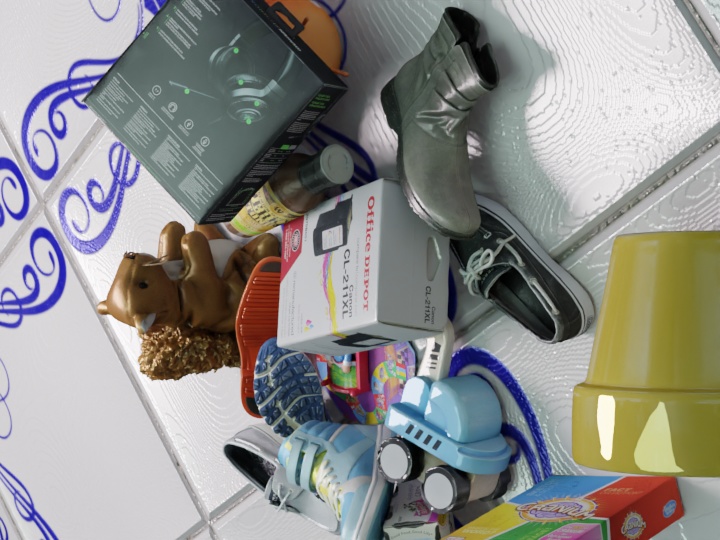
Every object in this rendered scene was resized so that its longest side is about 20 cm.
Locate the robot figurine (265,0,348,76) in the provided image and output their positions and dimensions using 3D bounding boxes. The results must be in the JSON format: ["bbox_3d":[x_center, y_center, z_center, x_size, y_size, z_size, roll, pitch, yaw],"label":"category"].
[{"bbox_3d":[-0.100,-0.226,1.466,0.199,0.116,0.146,2,96,46],"label":"robot figurine"}]

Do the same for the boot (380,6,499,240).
[{"bbox_3d":[0.087,-0.141,1.313,0.131,0.067,0.202,-47,53,44],"label":"boot"}]

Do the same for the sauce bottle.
[{"bbox_3d":[-0.077,-0.084,1.429,0.199,0.064,0.065,-23,88,55],"label":"sauce bottle"}]

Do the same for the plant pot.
[{"bbox_3d":[0.273,0.065,1.144,0.200,0.200,0.191,-1,89,45],"label":"plant pot"}]

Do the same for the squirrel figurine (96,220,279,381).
[{"bbox_3d":[-0.208,0.046,1.617,0.141,0.186,0.202,22,119,38],"label":"squirrel figurine"}]

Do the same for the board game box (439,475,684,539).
[{"bbox_3d":[0.180,0.242,1.282,0.152,0.199,0.041,-9,98,46],"label":"board game box"}]

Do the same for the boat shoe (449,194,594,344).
[{"bbox_3d":[0.133,0.000,1.340,0.200,0.068,0.074,48,132,23],"label":"boat shoe"}]

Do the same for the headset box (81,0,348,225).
[{"bbox_3d":[-0.136,-0.176,1.351,0.174,0.093,0.200,45,104,8],"label":"headset box"}]

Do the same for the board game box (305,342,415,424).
[{"bbox_3d":[-0.026,0.083,1.551,0.201,0.039,0.158,57,135,15],"label":"board game box"}]

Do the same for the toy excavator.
[{"bbox_3d":[0.082,0.120,1.433,0.194,0.099,0.202,28,109,37],"label":"toy excavator"}]

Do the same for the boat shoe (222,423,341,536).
[{"bbox_3d":[-0.089,0.257,1.655,0.200,0.071,0.071,35,126,33],"label":"boat shoe"}]

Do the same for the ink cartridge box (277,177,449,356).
[{"bbox_3d":[0.000,0.000,1.410,0.199,0.082,0.147,-18,66,56],"label":"ink cartridge box"}]

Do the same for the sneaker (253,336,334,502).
[{"bbox_3d":[-0.069,0.167,1.585,0.085,0.076,0.202,-128,16,-77],"label":"sneaker"}]

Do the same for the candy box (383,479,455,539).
[{"bbox_3d":[0.074,0.335,1.468,0.060,0.136,0.202,-8,101,9],"label":"candy box"}]

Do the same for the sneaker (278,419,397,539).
[{"bbox_3d":[-0.032,0.230,1.467,0.129,0.200,0.080,8,116,5],"label":"sneaker"}]

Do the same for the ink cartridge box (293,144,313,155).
[{"bbox_3d":[-0.144,-0.127,1.535,0.197,0.044,0.200,5,152,41],"label":"ink cartridge box"}]

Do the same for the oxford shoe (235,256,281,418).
[{"bbox_3d":[-0.112,0.068,1.605,0.073,0.070,0.202,-104,21,-63],"label":"oxford shoe"}]
